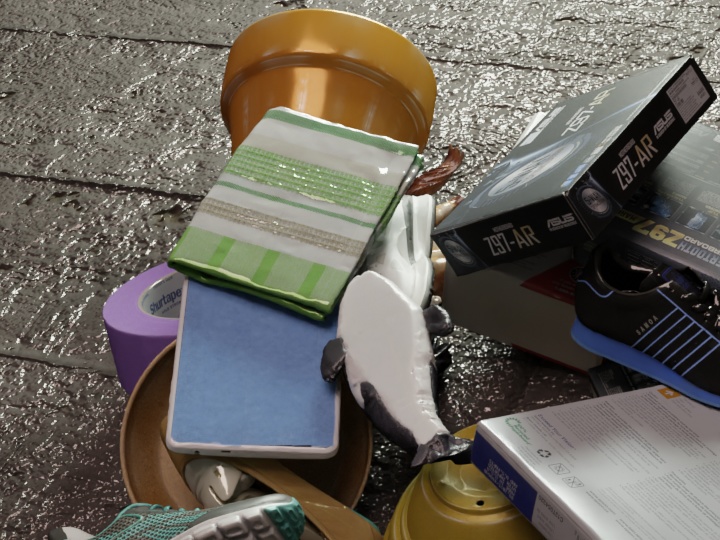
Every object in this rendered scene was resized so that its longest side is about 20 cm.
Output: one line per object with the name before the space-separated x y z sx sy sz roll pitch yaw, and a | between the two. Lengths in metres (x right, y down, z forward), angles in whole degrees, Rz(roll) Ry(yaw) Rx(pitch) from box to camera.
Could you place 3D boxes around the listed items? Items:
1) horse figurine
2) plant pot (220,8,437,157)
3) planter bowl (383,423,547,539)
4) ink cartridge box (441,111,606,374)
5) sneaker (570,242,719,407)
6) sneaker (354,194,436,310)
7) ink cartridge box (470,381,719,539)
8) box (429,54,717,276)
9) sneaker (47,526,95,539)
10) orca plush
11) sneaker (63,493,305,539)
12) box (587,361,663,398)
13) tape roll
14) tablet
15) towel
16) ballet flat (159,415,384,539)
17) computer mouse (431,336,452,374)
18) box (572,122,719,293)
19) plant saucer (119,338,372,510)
horse figurine | 0.075 -0.027 1.711 0.132 0.050 0.201 -14 43 -1
plant pot | -0.039 -0.104 1.754 0.199 0.200 0.184 -2 56 18
planter bowl | 0.103 0.171 1.425 0.199 0.084 0.201 -11 37 8
ink cartridge box | 0.174 -0.026 1.617 0.146 0.083 0.200 21 49 17
sneaker | 0.249 0.043 1.426 0.199 0.078 0.070 19 31 24
sneaker | 0.000 0.000 1.588 0.115 0.076 0.201 11 37 -5
ink cartridge box | 0.210 0.154 1.334 0.199 0.044 0.196 -7 31 -29
box | 0.169 -0.082 1.515 0.160 0.044 0.200 -16 24 52
sneaker | -0.145 0.234 1.454 0.108 0.067 0.201 -38 47 -20
orca plush | 0.041 0.087 1.450 0.105 0.071 0.200 -36 46 -9
sneaker | -0.139 0.197 1.392 0.199 0.078 0.091 -21 43 -3
box | 0.274 0.125 1.442 0.157 0.051 0.200 -19 37 -1
tape roll | -0.116 0.042 1.641 0.199 0.066 0.200 -11 21 4
tablet | -0.078 0.062 1.487 0.129 0.014 0.201 2 47 -1
towel | -0.051 -0.048 1.567 0.148 0.031 0.200 17 49 17
ballet flat | -0.075 0.174 1.445 0.199 0.069 0.063 29 42 9
computer mouse | -0.027 0.099 1.594 0.199 0.044 0.110 -5 23 19
box | 0.291 -0.032 1.518 0.199 0.051 0.158 25 49 26
plant saucer | -0.088 0.138 1.513 0.199 0.035 0.201 -1 77 4
